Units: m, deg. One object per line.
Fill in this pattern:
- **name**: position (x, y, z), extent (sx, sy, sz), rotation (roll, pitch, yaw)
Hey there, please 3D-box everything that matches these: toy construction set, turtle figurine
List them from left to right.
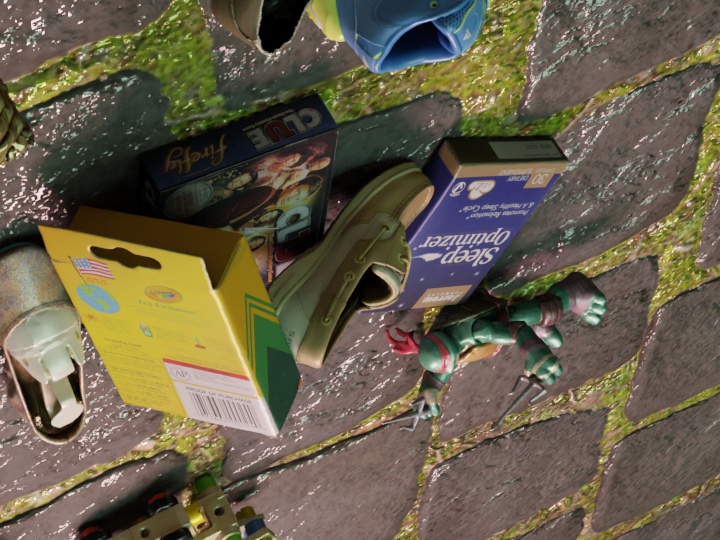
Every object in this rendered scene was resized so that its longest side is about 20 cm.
- **toy construction set**: position (-0.169, 0.251, 1.846), extent (0.200, 0.092, 0.131), rotation (-39, 154, -11)
- **turtle figurine**: position (0.107, 0.063, 1.804), extent (0.199, 0.101, 0.149), rotation (-25, -169, -41)

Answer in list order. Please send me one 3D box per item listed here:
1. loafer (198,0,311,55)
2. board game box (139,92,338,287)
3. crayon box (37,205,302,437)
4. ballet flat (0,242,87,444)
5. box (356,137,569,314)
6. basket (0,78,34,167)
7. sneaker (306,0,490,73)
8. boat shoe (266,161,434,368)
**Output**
- **loafer**: position (-0.019, -0.205, 1.284), extent (0.075, 0.070, 0.200), rotation (-2, 140, -44)
- **board game box**: position (-0.089, -0.029, 1.531), extent (0.135, 0.035, 0.200), rotation (-22, 150, -20)
- **crayon box**: position (-0.124, 0.025, 1.462), extent (0.200, 0.126, 0.051), rotation (72, 36, -51)
- **ballet flat**: position (-0.214, 0.057, 1.504), extent (0.068, 0.067, 0.200), rotation (-24, 151, -13)
- **box**: position (0.065, -0.023, 1.704), extent (0.121, 0.032, 0.200), rotation (-5, 142, -42)
- **basket**: position (-0.271, -0.120, 1.023), extent (0.142, 0.201, 0.149), rotation (-32, 155, 3)
- **sneaker**: position (0.067, -0.189, 1.362), extent (0.199, 0.105, 0.076), rotation (-33, 152, 2)
- **boat shoe**: position (0.000, 0.000, 1.569), extent (0.200, 0.066, 0.074), rotation (-47, 162, -33)
